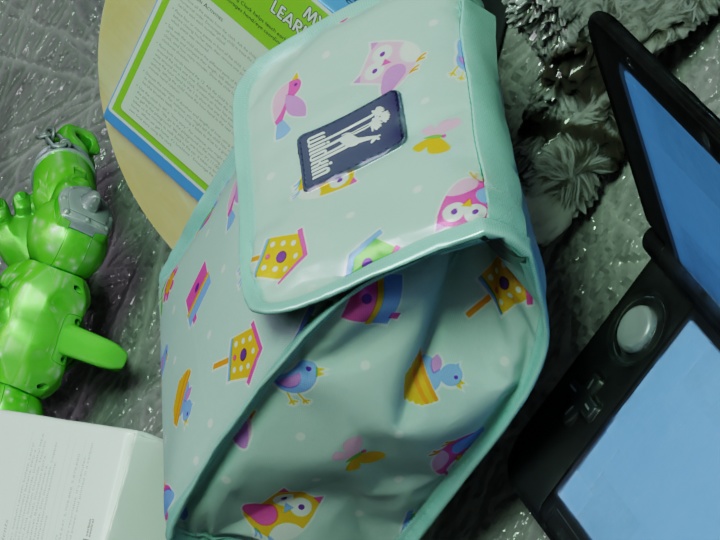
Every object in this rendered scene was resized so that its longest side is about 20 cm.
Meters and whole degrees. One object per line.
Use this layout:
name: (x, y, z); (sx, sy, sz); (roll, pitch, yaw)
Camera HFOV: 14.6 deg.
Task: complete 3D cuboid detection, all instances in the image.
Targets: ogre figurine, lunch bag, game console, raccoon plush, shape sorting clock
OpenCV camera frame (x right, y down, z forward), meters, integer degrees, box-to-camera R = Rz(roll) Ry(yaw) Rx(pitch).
ogre figurine: (-0.165, 0.025, 1.383); (0.200, 0.098, 0.120); (-52, 14, -11)
lunch bag: (0.000, 0.000, 1.105); (0.171, 0.121, 0.200); (-96, 30, -49)
game console: (0.107, 0.039, 0.979); (0.176, 0.116, 0.200); (-53, 34, 13)
raccoon plush: (0.076, -0.127, 1.167); (0.200, 0.097, 0.134); (-57, 26, 9)
shape sorting clock: (-0.032, -0.078, 1.230); (0.199, 0.039, 0.201); (14, 115, 32)

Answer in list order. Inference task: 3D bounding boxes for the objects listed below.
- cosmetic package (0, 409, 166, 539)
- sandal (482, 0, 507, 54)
cosmetic package: (-0.117, 0.110, 1.231); (0.200, 0.113, 0.082); (7, 81, 52)
sandal: (0.045, -0.157, 1.265); (0.076, 0.043, 0.201); (-16, 55, 47)
